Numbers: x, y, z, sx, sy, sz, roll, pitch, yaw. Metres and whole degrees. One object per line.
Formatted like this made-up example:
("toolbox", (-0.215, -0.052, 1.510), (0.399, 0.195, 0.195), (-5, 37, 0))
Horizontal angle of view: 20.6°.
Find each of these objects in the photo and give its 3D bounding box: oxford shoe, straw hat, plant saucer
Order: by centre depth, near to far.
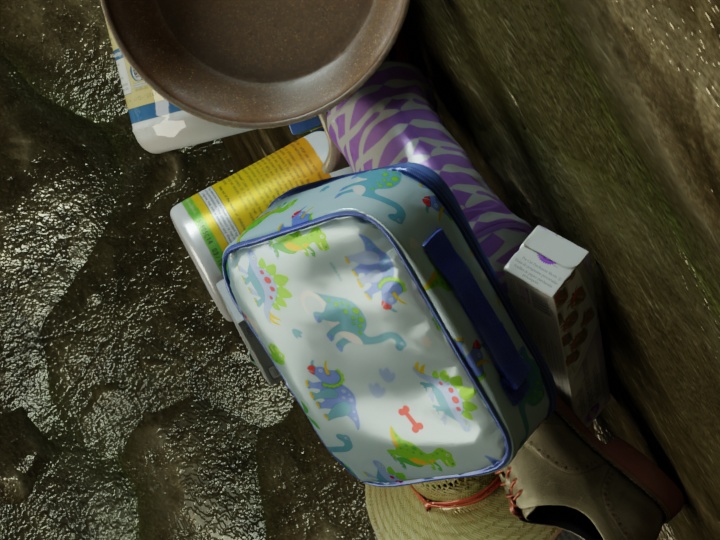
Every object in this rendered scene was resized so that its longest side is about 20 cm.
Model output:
("plant saucer", (-0.063, -0.188, 1.216), (0.201, 0.200, 0.037), (62, -166, -2))
("oxford shoe", (0.110, 0.120, 1.294), (0.200, 0.075, 0.070), (32, 161, 18))
("straw hat", (0.062, 0.123, 1.427), (0.085, 0.201, 0.201), (45, -172, -42))

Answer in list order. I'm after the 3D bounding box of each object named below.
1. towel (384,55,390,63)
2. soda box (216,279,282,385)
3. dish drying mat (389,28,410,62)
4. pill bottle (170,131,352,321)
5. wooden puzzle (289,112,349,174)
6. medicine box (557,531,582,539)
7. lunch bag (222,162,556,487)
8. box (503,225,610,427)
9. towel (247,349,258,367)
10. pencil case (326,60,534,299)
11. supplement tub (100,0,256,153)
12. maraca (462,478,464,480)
("towel", (-0.011, -0.204, 1.341), (0.200, 0.018, 0.086), (72, 173, -54))
("soda box", (0.000, 0.000, 1.449), (0.064, 0.200, 0.068), (64, 175, -31))
("dish drying mat", (0.009, -0.188, 1.403), (0.077, 0.018, 0.200), (61, 175, 25))
("pill bottle", (-0.051, -0.050, 1.684), (0.111, 0.200, 0.111), (61, 175, 9))
("wooden puzzle", (-0.046, -0.171, 1.474), (0.185, 0.046, 0.201), (-37, -69, -80))
("medicine box", (0.106, 0.257, 1.684), (0.103, 0.200, 0.182), (54, 172, 21))
("lunch bag", (0.022, 0.036, 1.227), (0.161, 0.082, 0.200), (-16, 112, 45))
("box", (0.127, 0.042, 1.262), (0.041, 0.039, 0.200), (32, 161, 27))
("towel", (0.002, 0.046, 1.654), (0.200, 0.146, 0.022), (-55, -24, -61))
("pencil case", (0.050, -0.058, 1.316), (0.084, 0.085, 0.200), (89, 156, -47))
("supplement tub", (-0.102, -0.189, 1.317), (0.145, 0.144, 0.201), (-158, 53, -82))
("maraca", (0.078, 0.131, 1.687), (0.200, 0.107, 0.138), (-60, -15, -66))
